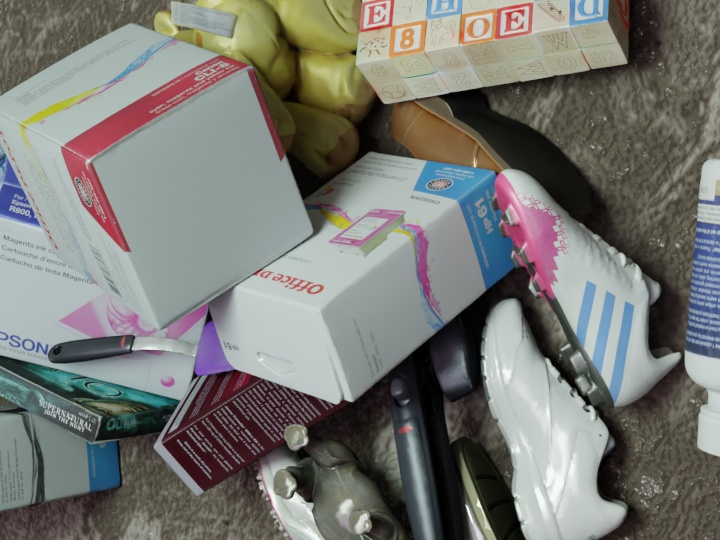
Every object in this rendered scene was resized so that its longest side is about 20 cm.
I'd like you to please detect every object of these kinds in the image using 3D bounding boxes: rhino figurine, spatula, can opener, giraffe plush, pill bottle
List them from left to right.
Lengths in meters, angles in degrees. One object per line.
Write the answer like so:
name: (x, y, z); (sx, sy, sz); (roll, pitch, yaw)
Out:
spatula: (-0.173, 0.063, 1.408); (0.197, 0.021, 0.057); (-3, 54, 17)
giraffe plush: (-0.104, -0.156, 1.383); (0.162, 0.199, 0.174); (-16, 53, 55)
rhino figurine: (0.006, 0.209, 1.305); (0.060, 0.087, 0.201); (-41, 66, 11)
can opener: (0.048, 0.119, 1.275); (0.078, 0.063, 0.203); (-18, 65, 40)
pill bottle: (0.282, 0.027, 1.164); (0.110, 0.111, 0.203); (7, 95, 31)

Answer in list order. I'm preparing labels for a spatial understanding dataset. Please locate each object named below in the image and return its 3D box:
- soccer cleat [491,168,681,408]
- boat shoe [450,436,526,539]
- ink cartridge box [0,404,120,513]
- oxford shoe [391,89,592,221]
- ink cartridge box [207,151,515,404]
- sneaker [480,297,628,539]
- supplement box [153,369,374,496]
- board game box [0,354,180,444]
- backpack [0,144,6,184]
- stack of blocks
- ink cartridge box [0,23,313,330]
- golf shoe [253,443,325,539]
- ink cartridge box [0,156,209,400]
soccer cleat: (0.166, 0.003, 1.230); (0.086, 0.070, 0.201); (-29, 106, -2)
boat shoe: (0.097, 0.232, 1.306); (0.068, 0.075, 0.202); (-28, 78, 23)
ink cartridge box: (-0.333, 0.167, 1.498); (0.144, 0.199, 0.085); (-4, 90, 32)
oxford shoe: (0.099, -0.081, 1.307); (0.200, 0.071, 0.072); (41, 122, 34)
ink cartridge box: (0.000, 0.000, 1.265); (0.144, 0.200, 0.085); (12, 131, 46)
sneaker: (0.145, 0.115, 1.287); (0.086, 0.074, 0.202); (-18, 83, 11)
supplement box: (-0.067, 0.093, 1.379); (0.199, 0.109, 0.061); (-34, 105, 29)
board game box: (-0.260, 0.099, 1.490); (0.198, 0.135, 0.028); (21, 102, 29)
backpack: (-0.244, -0.076, 1.478); (0.200, 0.154, 0.163); (-42, 90, 11)
stack of blocks: (0.101, -0.204, 1.273); (0.198, 0.059, 0.116); (-6, 61, 24)
ink cartridge box: (-0.160, -0.077, 1.255); (0.199, 0.144, 0.146); (27, 144, 52)
golf shoe: (-0.016, 0.211, 1.389); (0.091, 0.075, 0.201); (-33, 71, 5)
ink cartridge box: (-0.220, 0.004, 1.424); (0.194, 0.044, 0.202); (14, 126, -3)
